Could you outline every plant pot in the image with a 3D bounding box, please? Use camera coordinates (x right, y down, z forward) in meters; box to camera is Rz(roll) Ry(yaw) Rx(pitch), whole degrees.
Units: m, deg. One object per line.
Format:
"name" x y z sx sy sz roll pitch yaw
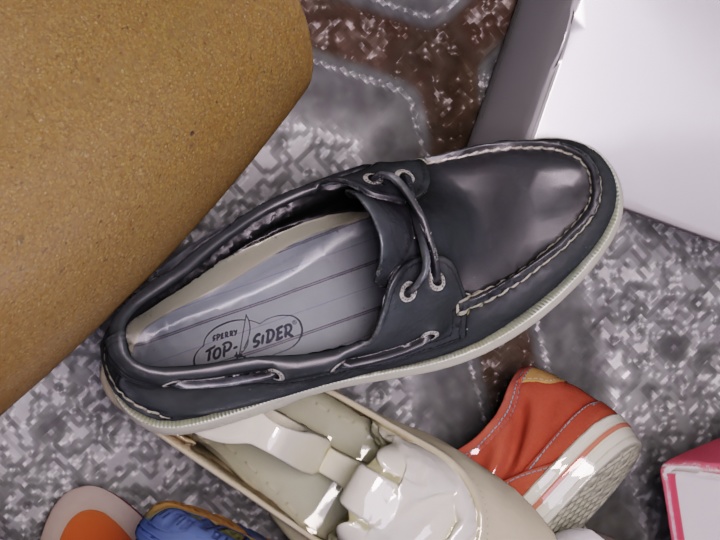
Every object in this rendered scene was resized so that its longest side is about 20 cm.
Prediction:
"plant pot" -0.122 -0.057 0.860 0.200 0.186 0.187 -32 103 -21

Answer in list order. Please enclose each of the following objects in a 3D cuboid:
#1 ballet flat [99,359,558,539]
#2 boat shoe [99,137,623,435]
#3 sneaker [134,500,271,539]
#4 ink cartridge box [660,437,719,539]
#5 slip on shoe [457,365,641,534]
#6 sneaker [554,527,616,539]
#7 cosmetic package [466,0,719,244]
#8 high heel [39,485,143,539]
"ballet flat" -0.013 0.075 0.909 0.199 0.069 0.070 30 90 11
"boat shoe" -0.001 -0.002 0.862 0.198 0.066 0.075 -17 71 2
"sneaker" -0.014 0.166 0.886 0.200 0.075 0.088 39 90 -15
"ink cartridge box" 0.224 0.118 0.956 0.199 0.085 0.146 -18 103 -38
"slip on shoe" 0.023 0.118 0.967 0.200 0.074 0.061 -45 69 3
"sneaker" 0.130 0.165 0.983 0.082 0.077 0.200 -40 126 -18
"cosmetic package" 0.156 -0.061 0.955 0.199 0.085 0.108 20 93 -13
"high heel" -0.073 0.182 0.938 0.067 0.096 0.201 -20 63 3
